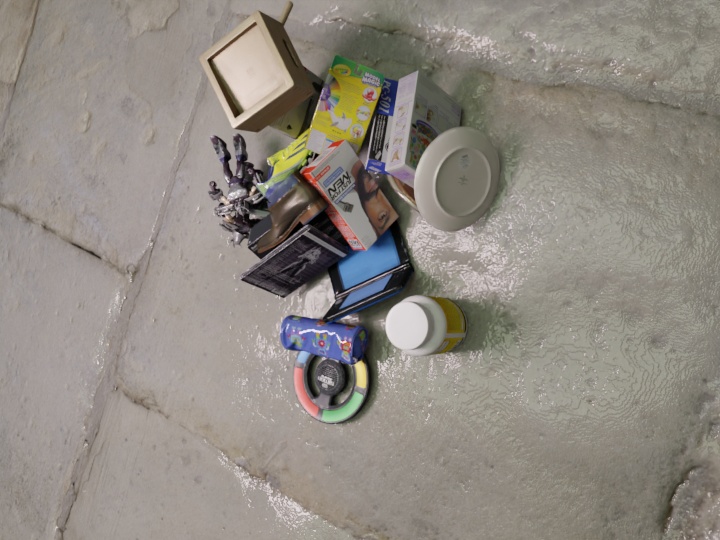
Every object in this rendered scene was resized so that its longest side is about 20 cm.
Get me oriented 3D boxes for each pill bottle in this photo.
[{"bbox_3d":[0.125,0.105,1.162,0.111,0.199,0.115,-3,84,27],"label":"pill bottle"}]

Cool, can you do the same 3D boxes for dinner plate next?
[{"bbox_3d":[0.192,-0.171,1.161,0.024,0.198,0.203,33,102,58],"label":"dinner plate"}]

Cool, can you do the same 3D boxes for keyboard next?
[{"bbox_3d":[-0.165,-0.176,1.388,0.196,0.021,0.129,10,77,-1],"label":"keyboard"}]

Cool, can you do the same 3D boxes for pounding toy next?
[{"bbox_3d":[-0.192,-0.411,1.201,0.182,0.142,0.202,-28,88,21],"label":"pounding toy"}]

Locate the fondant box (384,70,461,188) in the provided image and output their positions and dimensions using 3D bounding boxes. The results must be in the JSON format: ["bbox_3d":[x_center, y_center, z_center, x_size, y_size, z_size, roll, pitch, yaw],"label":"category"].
[{"bbox_3d":[0.127,-0.264,1.193,0.058,0.143,0.204,-9,65,45],"label":"fondant box"}]

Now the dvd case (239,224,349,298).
[{"bbox_3d":[-0.140,-0.015,1.301,0.199,0.148,0.016,-33,57,20],"label":"dvd case"}]

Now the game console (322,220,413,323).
[{"bbox_3d":[0.000,0.000,1.288,0.198,0.171,0.119,-26,101,24],"label":"game console"}]

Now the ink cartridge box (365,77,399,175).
[{"bbox_3d":[0.071,-0.294,1.253,0.092,0.044,0.203,12,68,-4],"label":"ink cartridge box"}]

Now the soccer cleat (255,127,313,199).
[{"bbox_3d":[-0.156,-0.243,1.325,0.083,0.065,0.202,30,74,-3],"label":"soccer cleat"}]

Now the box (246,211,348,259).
[{"bbox_3d":[-0.131,-0.082,1.340,0.199,0.141,0.079,-34,34,21],"label":"box"}]

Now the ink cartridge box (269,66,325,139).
[{"bbox_3d":[-0.150,-0.376,1.347,0.082,0.199,0.149,28,99,23],"label":"ink cartridge box"}]

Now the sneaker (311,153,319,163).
[{"bbox_3d":[-0.075,-0.250,1.348,0.069,0.078,0.203,15,88,0],"label":"sneaker"}]

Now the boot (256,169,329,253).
[{"bbox_3d":[-0.160,-0.118,1.241,0.199,0.075,0.098,-33,96,28],"label":"boot"}]

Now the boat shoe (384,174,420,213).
[{"bbox_3d":[0.098,-0.198,1.274,0.072,0.075,0.201,-42,70,16],"label":"boat shoe"}]

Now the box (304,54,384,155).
[{"bbox_3d":[-0.032,-0.328,1.247,0.116,0.049,0.202,21,121,-5],"label":"box"}]

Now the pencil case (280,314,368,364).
[{"bbox_3d":[-0.077,0.149,1.300,0.197,0.078,0.088,7,109,28],"label":"pencil case"}]

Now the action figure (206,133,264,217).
[{"bbox_3d":[-0.282,-0.207,1.355,0.128,0.070,0.203,-15,68,-2],"label":"action figure"}]

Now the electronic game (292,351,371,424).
[{"bbox_3d":[-0.066,0.236,1.341,0.197,0.041,0.204,-2,85,27],"label":"electronic game"}]

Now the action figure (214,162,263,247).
[{"bbox_3d":[-0.275,-0.147,1.431,0.069,0.129,0.204,-7,67,39],"label":"action figure"}]

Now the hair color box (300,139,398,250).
[{"bbox_3d":[-0.022,-0.153,1.252,0.111,0.201,0.064,-46,24,-19],"label":"hair color box"}]
